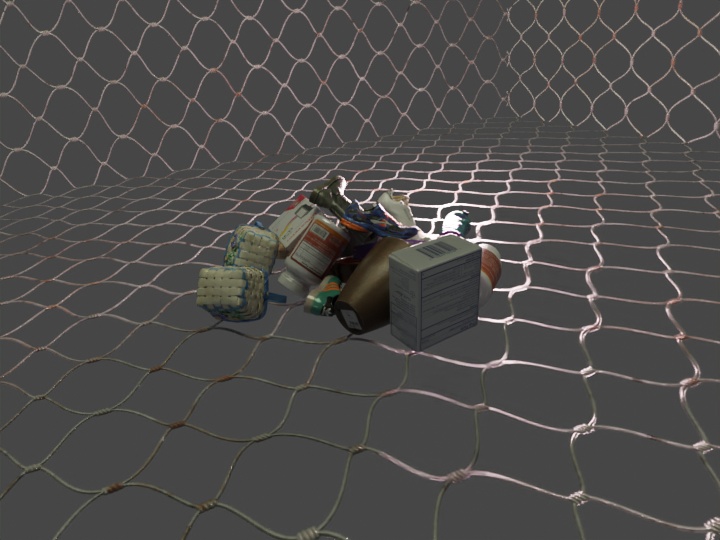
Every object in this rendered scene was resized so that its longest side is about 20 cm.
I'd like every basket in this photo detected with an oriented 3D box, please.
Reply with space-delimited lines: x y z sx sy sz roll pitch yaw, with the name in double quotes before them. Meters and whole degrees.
"basket" -0.298 -0.047 1.675 0.138 0.178 0.200 18 0 -13
"basket" -0.300 0.057 1.509 0.175 0.140 0.200 1 -5 22

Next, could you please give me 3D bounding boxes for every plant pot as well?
"plant pot" 0.040 0.054 1.412 0.186 0.188 0.200 16 44 42

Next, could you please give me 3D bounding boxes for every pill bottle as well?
"pill bottle" -0.124 -0.034 1.585 0.112 0.201 0.112 34 -1 1
"pill bottle" 0.288 0.008 1.519 0.111 0.113 0.200 5 24 23

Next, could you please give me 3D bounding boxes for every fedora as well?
"fedora" -0.018 -0.095 1.772 0.199 0.091 0.176 -32 10 -34

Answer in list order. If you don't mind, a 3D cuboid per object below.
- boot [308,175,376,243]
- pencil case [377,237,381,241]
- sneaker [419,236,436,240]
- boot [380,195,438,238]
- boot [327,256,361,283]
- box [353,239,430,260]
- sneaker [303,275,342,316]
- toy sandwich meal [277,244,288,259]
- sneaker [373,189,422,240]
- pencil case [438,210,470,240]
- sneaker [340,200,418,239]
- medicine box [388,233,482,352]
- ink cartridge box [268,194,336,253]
"boot" -0.023 -0.166 1.666 0.199 0.073 0.182 31 37 11
"pencil case" 0.048 -0.096 1.876 0.085 0.084 0.200 27 1 -40
"sneaker" 0.241 -0.042 1.720 0.072 0.072 0.200 18 12 -41
"boot" 0.150 -0.150 1.876 0.199 0.157 0.073 9 18 33
"boot" 0.000 0.000 1.664 0.199 0.076 0.107 12 23 39
"box" 0.085 -0.051 1.586 0.136 0.039 0.200 2 -5 -28
"sneaker" -0.072 0.071 1.521 0.079 0.072 0.200 20 22 10
"toy sandwich meal" -0.170 -0.062 1.867 0.204 0.071 0.205 -15 23 6
"sneaker" 0.128 -0.148 1.813 0.080 0.200 0.076 -43 -3 -2
"pencil case" 0.286 -0.113 1.851 0.092 0.086 0.200 23 27 5
"sneaker" 0.052 -0.125 1.542 0.198 0.079 0.075 13 8 -6
"medicine box" 0.161 0.046 1.332 0.181 0.201 0.103 -19 31 -31
"ink cartridge box" -0.163 -0.117 1.733 0.148 0.086 0.200 -45 29 -2
